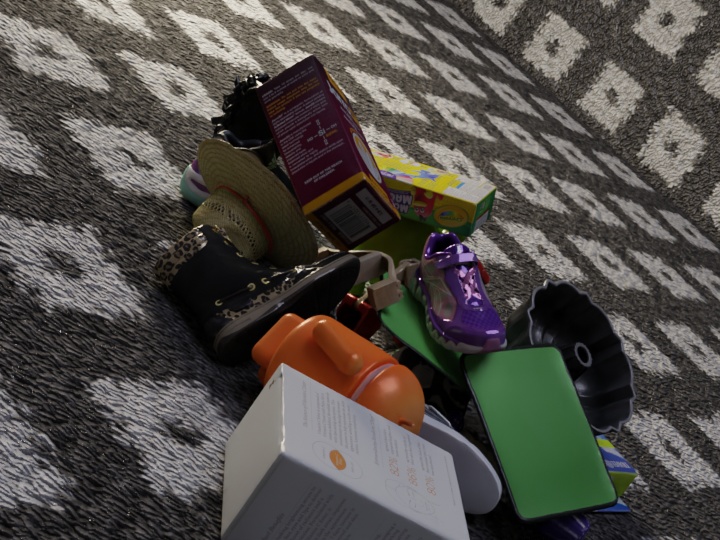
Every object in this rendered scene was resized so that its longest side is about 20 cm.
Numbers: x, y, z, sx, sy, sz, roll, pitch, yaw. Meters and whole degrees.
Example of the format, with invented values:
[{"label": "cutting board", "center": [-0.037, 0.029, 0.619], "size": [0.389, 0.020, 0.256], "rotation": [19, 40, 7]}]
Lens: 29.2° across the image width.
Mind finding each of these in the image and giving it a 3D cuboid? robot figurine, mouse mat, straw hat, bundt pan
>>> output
[{"label": "robot figurine", "center": [0.064, -0.012, 1.800], "size": [0.200, 0.174, 0.117], "rotation": [45, 24, -53]}, {"label": "robot figurine", "center": [-0.018, 0.122, 1.384], "size": [0.199, 0.145, 0.116], "rotation": [31, 23, 27]}, {"label": "mouse mat", "center": [0.095, 0.086, 1.588], "size": [0.199, 0.008, 0.161], "rotation": [39, 18, -12]}, {"label": "straw hat", "center": [-0.149, -0.050, 1.621], "size": [0.201, 0.202, 0.085], "rotation": [41, 63, 15]}, {"label": "bundt pan", "center": [0.247, 0.117, 1.700], "size": [0.201, 0.075, 0.204], "rotation": [27, 48, -34]}, {"label": "mouse mat", "center": [0.199, 0.177, 1.537], "size": [0.159, 0.008, 0.202], "rotation": [-2, 62, -37]}]

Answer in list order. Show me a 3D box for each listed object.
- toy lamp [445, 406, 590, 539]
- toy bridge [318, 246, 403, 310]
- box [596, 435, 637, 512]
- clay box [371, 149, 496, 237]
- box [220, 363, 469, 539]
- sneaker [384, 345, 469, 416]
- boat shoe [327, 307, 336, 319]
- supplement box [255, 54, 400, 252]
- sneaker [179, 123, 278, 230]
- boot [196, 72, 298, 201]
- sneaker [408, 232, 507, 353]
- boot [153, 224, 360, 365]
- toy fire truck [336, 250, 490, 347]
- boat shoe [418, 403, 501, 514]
[{"label": "toy lamp", "center": [0.169, 0.236, 1.550], "size": [0.199, 0.059, 0.058], "rotation": [37, 20, 12]}, {"label": "toy bridge", "center": [0.000, 0.000, 1.603], "size": [0.067, 0.028, 0.200], "rotation": [-22, 21, -20]}, {"label": "box", "center": [0.261, 0.218, 1.748], "size": [0.121, 0.048, 0.200], "rotation": [11, 30, -48]}, {"label": "clay box", "center": [0.062, -0.102, 1.729], "size": [0.197, 0.048, 0.115], "rotation": [17, 19, 15]}, {"label": "box", "center": [-0.015, 0.203, 1.247], "size": [0.198, 0.107, 0.153], "rotation": [29, 21, -16]}, {"label": "sneaker", "center": [0.068, 0.123, 1.624], "size": [0.088, 0.078, 0.199], "rotation": [13, -10, 35]}, {"label": "boat shoe", "center": [-0.055, 0.048, 1.596], "size": [0.070, 0.064, 0.201], "rotation": [28, 21, -17]}, {"label": "supplement box", "center": [-0.039, -0.138, 1.631], "size": [0.110, 0.085, 0.202], "rotation": [45, 20, -56]}, {"label": "sneaker", "center": [-0.116, -0.107, 1.732], "size": [0.199, 0.141, 0.078], "rotation": [32, 19, -5]}, {"label": "boot", "center": [-0.114, -0.160, 1.826], "size": [0.197, 0.163, 0.074], "rotation": [25, 23, -26]}, {"label": "sneaker", "center": [0.111, 0.021, 1.569], "size": [0.079, 0.090, 0.201], "rotation": [1, 28, -19]}, {"label": "boot", "center": [-0.113, 0.004, 1.505], "size": [0.199, 0.074, 0.150], "rotation": [-33, 57, -27]}, {"label": "toy fire truck", "center": [0.065, 0.034, 1.698], "size": [0.049, 0.200, 0.141], "rotation": [27, -19, 45]}, {"label": "boat shoe", "center": [0.074, 0.185, 1.498], "size": [0.199, 0.072, 0.068], "rotation": [33, 20, 15]}]
